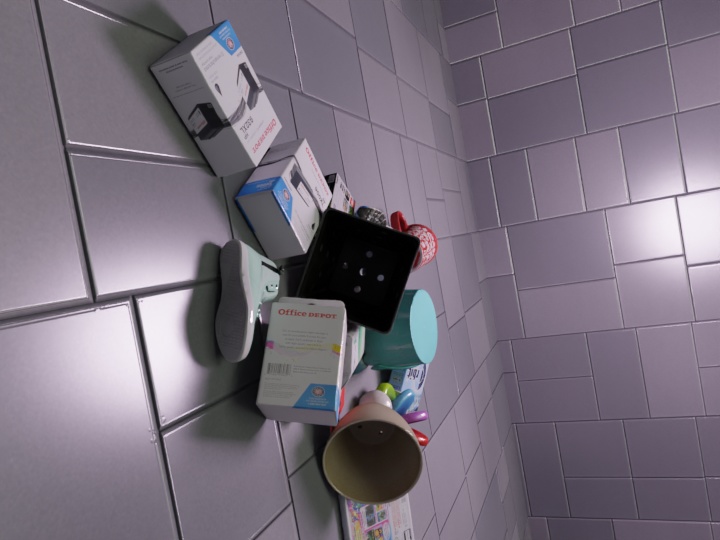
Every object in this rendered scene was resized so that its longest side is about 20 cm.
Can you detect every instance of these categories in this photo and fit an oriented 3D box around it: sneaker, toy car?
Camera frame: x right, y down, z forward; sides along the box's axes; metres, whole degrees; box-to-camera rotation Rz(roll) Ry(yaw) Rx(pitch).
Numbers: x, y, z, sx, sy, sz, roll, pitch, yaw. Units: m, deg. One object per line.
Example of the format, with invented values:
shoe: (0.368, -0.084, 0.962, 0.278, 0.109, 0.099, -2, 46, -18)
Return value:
sneaker: (0.019, -0.118, 1.419, 0.078, 0.090, 0.200, -55, 157, -5)
sneaker: (-0.173, 0.057, 0.898, 0.118, 0.074, 0.201, 28, 53, -54)
toy car: (0.090, 0.369, 1.296, 0.175, 0.150, 0.201, 26, 58, -62)

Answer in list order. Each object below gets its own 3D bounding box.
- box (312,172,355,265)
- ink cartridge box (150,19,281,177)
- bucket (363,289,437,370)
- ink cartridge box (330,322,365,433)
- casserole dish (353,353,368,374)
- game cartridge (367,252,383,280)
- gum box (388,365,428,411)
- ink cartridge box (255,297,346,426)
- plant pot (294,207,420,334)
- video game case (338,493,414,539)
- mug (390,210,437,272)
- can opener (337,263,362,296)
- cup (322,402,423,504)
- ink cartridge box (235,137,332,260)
box: (-0.060, -0.121, 1.283, 0.110, 0.035, 0.200, 55, 34, -46)
ink cartridge box: (-0.227, -0.281, 0.896, 0.145, 0.084, 0.200, -73, 146, -46)
bucket: (0.094, 0.139, 1.304, 0.207, 0.134, 0.208, 22, 65, -60)
ink cartridge box: (-0.025, 0.212, 1.126, 0.161, 0.050, 0.201, -36, 127, -79)
casserole dish: (0.006, 0.167, 1.324, 0.200, 0.039, 0.121, -50, 126, -59)
game cartridge: (0.076, 0.024, 1.472, 0.200, 0.041, 0.133, 54, 4, -39)
gum box: (0.135, 0.283, 1.491, 0.170, 0.044, 0.201, 28, 75, -62)
ink cartridge box: (-0.092, 0.150, 0.934, 0.125, 0.128, 0.200, 91, 4, -63)
plant pot: (0.000, 0.000, 1.139, 0.177, 0.199, 0.200, -2, 111, -86)
video game case: (0.040, 0.554, 1.180, 0.182, 0.024, 0.201, -5, 86, -40)
mug: (0.129, -0.072, 1.585, 0.177, 0.134, 0.200, 37, 18, 6)
can opener: (-0.027, -0.012, 1.296, 0.067, 0.053, 0.200, 44, 42, -56)
cup: (0.024, 0.358, 1.136, 0.143, 0.200, 0.201, -89, 163, -72)
ink cartridge box: (-0.139, -0.141, 1.045, 0.200, 0.084, 0.145, -72, 145, -48)
